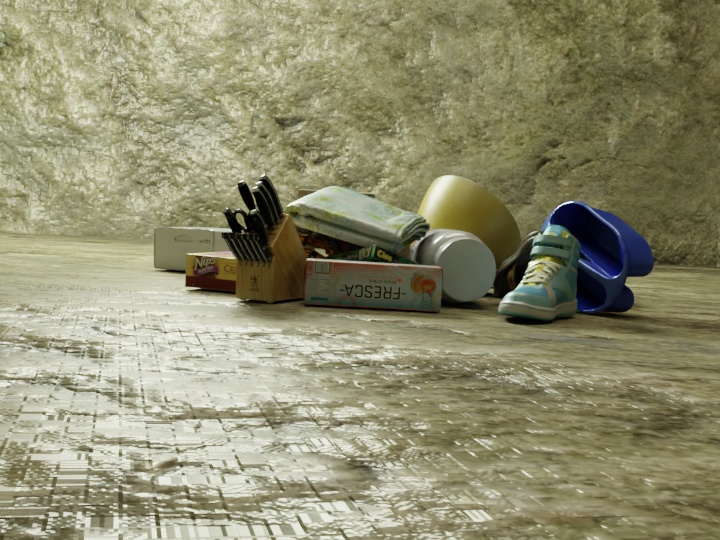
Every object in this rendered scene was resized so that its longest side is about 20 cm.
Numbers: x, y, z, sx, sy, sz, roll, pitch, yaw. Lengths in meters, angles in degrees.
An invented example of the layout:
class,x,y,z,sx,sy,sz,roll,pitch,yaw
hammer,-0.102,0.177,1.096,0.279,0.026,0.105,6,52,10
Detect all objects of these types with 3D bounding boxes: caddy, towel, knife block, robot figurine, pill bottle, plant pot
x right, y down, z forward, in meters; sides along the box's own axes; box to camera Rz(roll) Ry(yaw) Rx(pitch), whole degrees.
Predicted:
class,x,y,z,sx,sy,sz,roll,pitch,yaw
caddy,0.356,-0.020,1.543,0.104,0.143,0.200,6,28,-34
towel,-0.001,-0.083,1.566,0.197,0.049,0.171,17,15,16
knife block,-0.127,-0.046,1.429,0.063,0.179,0.199,6,4,24
robot figurine,-0.048,-0.035,1.627,0.197,0.059,0.145,17,-4,-16
pill bottle,0.146,-0.007,1.578,0.111,0.116,0.200,3,4,-8
plant pot,0.167,-0.047,1.780,0.199,0.201,0.142,7,50,51

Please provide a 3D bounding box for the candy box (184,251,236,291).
class,x,y,z,sx,sy,sz,roll,pitch,yaw
candy box,-0.186,0.001,1.604,0.115,0.058,0.200,5,5,19

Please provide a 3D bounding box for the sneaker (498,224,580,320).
class,x,y,z,sx,sy,sz,roll,pitch,yaw
sneaker,0.252,0.001,1.393,0.078,0.133,0.199,7,5,28

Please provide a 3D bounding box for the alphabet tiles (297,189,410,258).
class,x,y,z,sx,sy,sz,roll,pitch,yaw
alphabet tiles,-0.012,-0.051,1.698,0.196,0.170,0.008,3,14,-2

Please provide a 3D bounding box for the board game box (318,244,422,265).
class,x,y,z,sx,sy,sz,roll,pitch,yaw
board game box,0.000,0.000,1.543,0.104,0.024,0.199,24,-21,-33

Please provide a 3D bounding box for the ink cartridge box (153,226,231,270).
class,x,y,z,sx,sy,sz,roll,pitch,yaw
ink cartridge box,-0.296,-0.043,1.973,0.144,0.088,0.199,4,5,26

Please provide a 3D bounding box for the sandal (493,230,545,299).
class,x,y,z,sx,sy,sz,roll,pitch,yaw
sandal,0.265,0.006,1.540,0.080,0.055,0.201,4,-29,-15

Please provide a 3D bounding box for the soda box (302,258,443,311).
class,x,y,z,sx,sy,sz,roll,pitch,yaw
soda box,0.016,0.020,1.416,0.196,0.065,0.068,4,3,-3

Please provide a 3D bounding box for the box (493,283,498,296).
class,x,y,z,sx,sy,sz,roll,pitch,yaw
box,0.346,0.025,1.771,0.197,0.051,0.158,4,4,15
